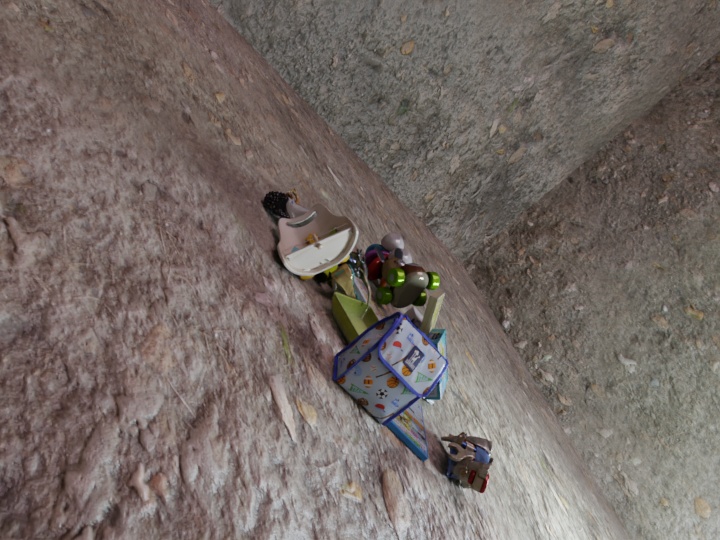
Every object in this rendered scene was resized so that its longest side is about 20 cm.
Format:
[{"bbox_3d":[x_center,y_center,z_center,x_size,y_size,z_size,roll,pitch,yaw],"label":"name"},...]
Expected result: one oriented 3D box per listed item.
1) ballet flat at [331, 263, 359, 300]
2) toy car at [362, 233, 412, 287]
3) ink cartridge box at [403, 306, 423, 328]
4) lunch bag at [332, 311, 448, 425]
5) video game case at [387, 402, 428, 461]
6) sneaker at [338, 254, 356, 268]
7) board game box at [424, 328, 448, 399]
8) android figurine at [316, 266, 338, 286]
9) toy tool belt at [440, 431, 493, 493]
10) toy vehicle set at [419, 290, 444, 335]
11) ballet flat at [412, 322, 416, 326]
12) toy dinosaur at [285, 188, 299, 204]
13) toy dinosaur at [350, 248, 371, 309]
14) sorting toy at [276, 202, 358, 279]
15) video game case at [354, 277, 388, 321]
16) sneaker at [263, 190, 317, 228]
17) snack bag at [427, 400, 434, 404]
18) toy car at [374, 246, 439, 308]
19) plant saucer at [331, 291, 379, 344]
[{"bbox_3d":[-0.045,0.045,1.479,0.069,0.062,0.201,60,-10,29],"label":"ballet flat"},{"bbox_3d":[0.077,-0.019,1.886,0.147,0.177,0.201,2,37,-19],"label":"toy car"},{"bbox_3d":[0.194,0.219,1.774,0.115,0.068,0.201,44,17,-22],"label":"ink cartridge box"},{"bbox_3d":[0.065,0.203,1.183,0.170,0.199,0.124,46,15,-18],"label":"lunch bag"},{"bbox_3d":[0.104,0.341,1.322,0.143,0.018,0.201,48,15,-15],"label":"video game case"},{"bbox_3d":[-0.067,-0.089,1.631,0.201,0.078,0.075,52,-30,-8],"label":"sneaker"},{"bbox_3d":[0.213,0.259,1.564,0.200,0.046,0.154,-20,108,-74],"label":"board game box"},{"bbox_3d":[-0.117,-0.039,1.527,0.182,0.041,0.201,46,16,-16],"label":"android figurine"},{"bbox_3d":[0.243,0.454,1.323,0.121,0.127,0.200,20,7,11],"label":"toy tool belt"},{"bbox_3d":[0.215,0.130,1.671,0.026,0.126,0.200,17,6,13],"label":"toy vehicle set"},{"bbox_3d":[0.131,0.196,1.578,0.075,0.074,0.200,52,18,10],"label":"ballet flat"},{"bbox_3d":[-0.193,-0.183,1.652,0.199,0.060,0.108,-11,87,-67],"label":"toy dinosaur"},{"bbox_3d":[0.000,0.000,1.517,0.089,0.047,0.202,65,9,-49],"label":"toy dinosaur"},{"bbox_3d":[-0.125,-0.091,1.404,0.108,0.197,0.181,81,-18,-53],"label":"sorting toy"},{"bbox_3d":[0.030,0.094,1.643,0.201,0.023,0.182,59,11,31],"label":"video game case"},{"bbox_3d":[-0.180,-0.148,1.510,0.198,0.072,0.073,30,-20,10],"label":"sneaker"},{"bbox_3d":[0.122,0.266,1.547,0.200,0.021,0.190,41,18,-41],"label":"snack bag"},{"bbox_3d":[0.121,-0.002,1.718,0.162,0.159,0.202,5,46,-31],"label":"toy car"},{"bbox_3d":[0.009,0.162,1.409,0.201,0.048,0.199,59,16,27],"label":"plant saucer"}]
